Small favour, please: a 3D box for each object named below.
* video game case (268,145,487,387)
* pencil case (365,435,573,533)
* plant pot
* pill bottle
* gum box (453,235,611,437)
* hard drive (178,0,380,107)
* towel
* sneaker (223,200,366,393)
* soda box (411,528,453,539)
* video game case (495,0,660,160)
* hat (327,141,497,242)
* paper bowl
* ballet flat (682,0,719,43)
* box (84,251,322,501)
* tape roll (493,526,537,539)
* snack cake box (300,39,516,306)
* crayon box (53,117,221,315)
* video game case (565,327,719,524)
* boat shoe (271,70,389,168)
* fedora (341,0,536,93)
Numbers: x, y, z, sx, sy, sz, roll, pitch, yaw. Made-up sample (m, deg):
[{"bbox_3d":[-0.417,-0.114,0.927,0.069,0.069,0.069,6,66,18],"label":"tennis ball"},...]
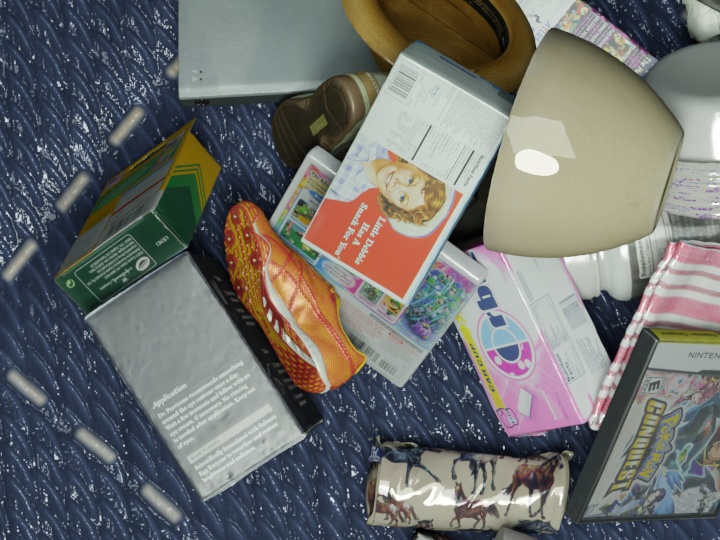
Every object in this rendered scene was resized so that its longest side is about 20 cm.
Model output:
[{"bbox_3d":[0.000,0.000,1.511,0.200,0.024,0.182,37,134,3],"label":"video game case"},{"bbox_3d":[0.105,0.208,1.529,0.200,0.078,0.090,3,72,2],"label":"pencil case"},{"bbox_3d":[0.201,-0.094,1.361,0.134,0.200,0.200,18,88,13],"label":"plant pot"},{"bbox_3d":[0.285,-0.033,1.515,0.200,0.114,0.114,-10,87,2],"label":"pill bottle"},{"bbox_3d":[0.158,0.060,1.499,0.066,0.113,0.200,-28,95,-34],"label":"gum box"},{"bbox_3d":[-0.079,-0.233,1.560,0.200,0.033,0.140,-3,71,2],"label":"hard drive"},{"bbox_3d":[0.301,0.069,1.451,0.146,0.030,0.200,9,111,-35],"label":"towel"},{"bbox_3d":[-0.067,0.022,1.512,0.077,0.073,0.200,-27,88,-38],"label":"sneaker"},{"bbox_3d":[0.047,0.354,1.533,0.071,0.063,0.200,24,89,3],"label":"soda box"},{"bbox_3d":[0.169,-0.181,1.564,0.181,0.036,0.200,39,90,4],"label":"video game case"},{"bbox_3d":[0.059,-0.104,1.510,0.200,0.201,0.081,8,63,2],"label":"hat"},{"bbox_3d":[0.335,-0.141,1.466,0.200,0.201,0.104,-11,124,2],"label":"paper bowl"},{"bbox_3d":[0.369,-0.239,1.546,0.200,0.068,0.068,37,98,4],"label":"ballet flat"},{"bbox_3d":[-0.141,0.096,1.485,0.117,0.197,0.200,-33,87,2],"label":"box"},{"bbox_3d":[0.117,0.338,1.463,0.037,0.203,0.203,18,88,3],"label":"tape roll"},{"bbox_3d":[0.046,-0.085,1.388,0.115,0.067,0.200,31,113,3],"label":"snack cake box"},{"bbox_3d":[-0.204,-0.054,1.493,0.126,0.200,0.052,-33,111,23],"label":"crayon box"},{"bbox_3d":[0.298,0.146,1.466,0.181,0.026,0.200,4,117,-33],"label":"video game case"},{"bbox_3d":[-0.019,-0.145,1.505,0.076,0.200,0.072,-21,94,-26],"label":"boat shoe"},{"bbox_3d":[0.066,-0.219,1.497,0.200,0.082,0.201,12,49,-14],"label":"fedora"}]
